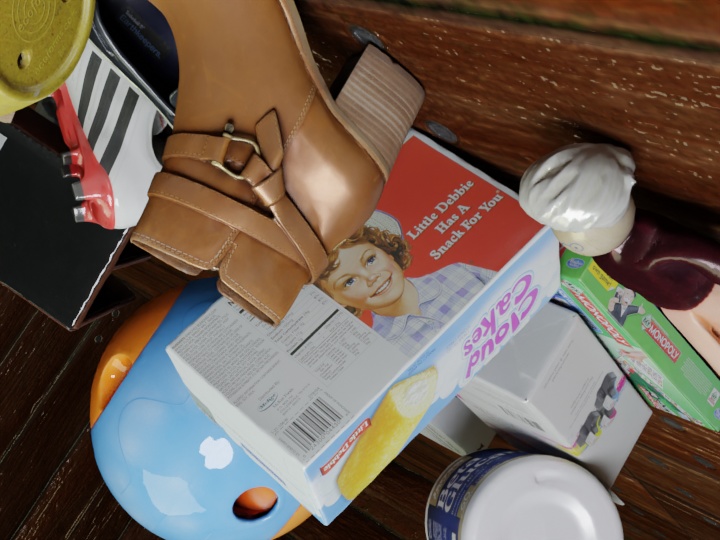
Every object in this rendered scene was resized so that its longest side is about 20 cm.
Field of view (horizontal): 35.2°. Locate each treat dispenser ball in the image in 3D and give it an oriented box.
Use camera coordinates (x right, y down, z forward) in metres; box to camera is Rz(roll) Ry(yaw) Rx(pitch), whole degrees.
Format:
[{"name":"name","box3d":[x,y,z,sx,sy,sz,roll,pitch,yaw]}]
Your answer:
[{"name":"treat dispenser ball","box3d":[-0.102,0.106,0.851,0.200,0.202,0.201,31,169,7]}]

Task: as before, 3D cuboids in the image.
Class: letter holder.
[{"name":"letter holder","box3d":[-0.245,-0.061,0.842,0.199,0.101,0.142,33,-170,3]}]

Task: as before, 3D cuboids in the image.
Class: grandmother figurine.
[{"name":"grandmother figurine","box3d":[0.157,0.006,0.556,0.199,0.061,0.121,35,161,-22]}]

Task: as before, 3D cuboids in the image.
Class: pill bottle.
[{"name":"pill bottle","box3d":[0.107,0.188,0.830,0.110,0.112,0.200,33,170,-3]}]

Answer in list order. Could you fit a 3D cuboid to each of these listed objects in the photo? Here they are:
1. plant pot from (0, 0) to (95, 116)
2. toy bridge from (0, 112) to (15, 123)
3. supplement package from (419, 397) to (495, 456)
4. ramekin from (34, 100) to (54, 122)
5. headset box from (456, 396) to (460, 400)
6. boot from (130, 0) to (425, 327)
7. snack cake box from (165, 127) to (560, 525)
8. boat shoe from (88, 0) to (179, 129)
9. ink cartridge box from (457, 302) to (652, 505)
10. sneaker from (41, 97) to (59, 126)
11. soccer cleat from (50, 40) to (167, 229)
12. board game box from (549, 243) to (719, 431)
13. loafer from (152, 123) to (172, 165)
[{"name":"plant pot","box3d":[-0.235,-0.162,0.639,0.141,0.202,0.200,17,164,18]},{"name":"toy bridge","box3d":[-0.265,-0.175,0.811,0.027,0.068,0.200,17,-160,-33]},{"name":"supplement package","box3d":[0.040,0.072,1.035,0.199,0.110,0.114,22,164,47]},{"name":"ramekin","box3d":[-0.209,-0.104,1.023,0.201,0.095,0.202,32,170,7]},{"name":"headset box","box3d":[0.000,0.000,0.880,0.173,0.093,0.200,20,164,48]},{"name":"boot","box3d":[-0.079,-0.080,0.591,0.199,0.156,0.074,33,169,-2]},{"name":"snack cake box","box3d":[0.006,0.025,0.634,0.115,0.200,0.068,35,157,32]},{"name":"boat shoe","box3d":[-0.094,-0.115,0.707,0.200,0.075,0.062,40,173,-10]},{"name":"ink cartridge box","box3d":[0.126,0.083,0.795,0.115,0.068,0.200,25,166,41]},{"name":"sneaker","box3d":[-0.205,-0.146,0.889,0.077,0.091,0.202,23,140,58]},{"name":"soccer cleat","box3d":[-0.169,-0.124,0.755,0.069,0.084,0.202,132,123,-65]},{"name":"board game box","box3d":[0.151,0.032,0.760,0.134,0.029,0.200,20,163,50]},{"name":"loafer","box3d":[-0.110,-0.113,0.806,0.198,0.073,0.072,21,148,22]}]
